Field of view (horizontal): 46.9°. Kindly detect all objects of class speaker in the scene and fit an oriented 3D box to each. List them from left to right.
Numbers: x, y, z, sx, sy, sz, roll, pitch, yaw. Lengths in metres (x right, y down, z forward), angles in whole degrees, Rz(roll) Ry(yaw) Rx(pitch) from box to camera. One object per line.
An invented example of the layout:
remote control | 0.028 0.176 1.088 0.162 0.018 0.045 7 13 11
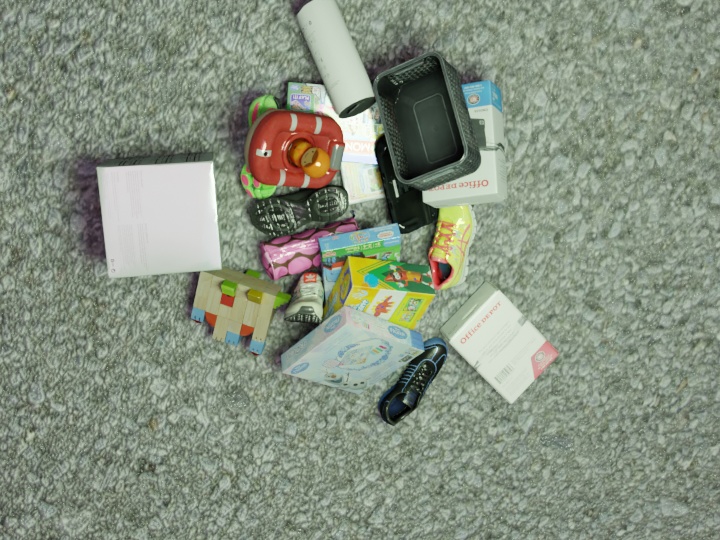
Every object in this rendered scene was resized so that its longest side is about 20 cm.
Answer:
speaker | -0.042 -0.375 1.471 0.080 0.081 0.203 -23 83 -3

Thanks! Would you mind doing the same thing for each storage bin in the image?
storage bin | 0.116 -0.255 1.439 0.133 0.093 0.204 -18 79 22

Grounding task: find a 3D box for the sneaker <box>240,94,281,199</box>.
sneaker | -0.170 -0.223 1.521 0.075 0.084 0.203 19 120 9

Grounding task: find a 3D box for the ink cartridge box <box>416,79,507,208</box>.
ink cartridge box | 0.184 -0.225 1.504 0.142 0.083 0.205 -5 86 22

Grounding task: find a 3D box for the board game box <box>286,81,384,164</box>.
board game box | -0.041 -0.272 1.535 0.195 0.029 0.138 3 103 -6

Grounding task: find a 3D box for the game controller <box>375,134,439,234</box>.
game controller | 0.090 -0.170 1.566 0.102 0.042 0.204 -21 116 -12

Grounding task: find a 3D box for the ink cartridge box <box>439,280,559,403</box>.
ink cartridge box | 0.281 0.143 1.683 0.147 0.083 0.200 -45 107 3

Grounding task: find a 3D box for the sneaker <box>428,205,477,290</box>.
sneaker | 0.169 -0.051 1.591 0.090 0.077 0.204 -28 124 -46

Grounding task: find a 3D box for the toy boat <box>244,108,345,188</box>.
toy boat | -0.100 -0.199 1.433 0.197 0.130 0.133 -1 113 -37

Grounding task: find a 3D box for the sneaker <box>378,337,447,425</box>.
sneaker | 0.113 0.229 1.677 0.070 0.078 0.201 36 95 -15

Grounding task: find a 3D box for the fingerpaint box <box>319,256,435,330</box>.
fingerpaint box | 0.026 0.069 1.566 0.163 0.074 0.201 6 140 -18

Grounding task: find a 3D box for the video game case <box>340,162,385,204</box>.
video game case | 0.042 -0.243 1.582 0.178 0.024 0.204 -12 106 -6

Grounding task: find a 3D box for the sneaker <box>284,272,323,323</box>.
sneaker | -0.102 0.049 1.541 0.069 0.200 0.096 4 85 -2

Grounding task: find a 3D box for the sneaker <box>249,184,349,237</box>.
sneaker | -0.111 -0.116 1.558 0.195 0.091 0.078 -8 105 10

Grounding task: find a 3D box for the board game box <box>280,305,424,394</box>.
board game box | -0.016 0.156 1.569 0.197 0.044 0.199 21 136 -37

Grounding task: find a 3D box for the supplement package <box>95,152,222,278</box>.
supplement package | -0.352 -0.103 1.482 0.195 0.147 0.196 -4 104 -9

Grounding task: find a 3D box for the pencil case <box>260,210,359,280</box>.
pencil case | -0.091 -0.043 1.570 0.196 0.094 0.093 -17 95 -5

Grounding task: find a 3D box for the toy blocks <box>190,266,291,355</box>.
toy blocks | -0.240 0.076 1.576 0.196 0.100 0.139 19 113 1

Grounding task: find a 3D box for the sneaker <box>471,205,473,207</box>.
sneaker | 0.184 -0.215 1.597 0.102 0.060 0.204 11 97 -11

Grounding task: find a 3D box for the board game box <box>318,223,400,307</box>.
board game box | 0.000 0.000 1.566 0.148 0.037 0.202 -11 145 -7
